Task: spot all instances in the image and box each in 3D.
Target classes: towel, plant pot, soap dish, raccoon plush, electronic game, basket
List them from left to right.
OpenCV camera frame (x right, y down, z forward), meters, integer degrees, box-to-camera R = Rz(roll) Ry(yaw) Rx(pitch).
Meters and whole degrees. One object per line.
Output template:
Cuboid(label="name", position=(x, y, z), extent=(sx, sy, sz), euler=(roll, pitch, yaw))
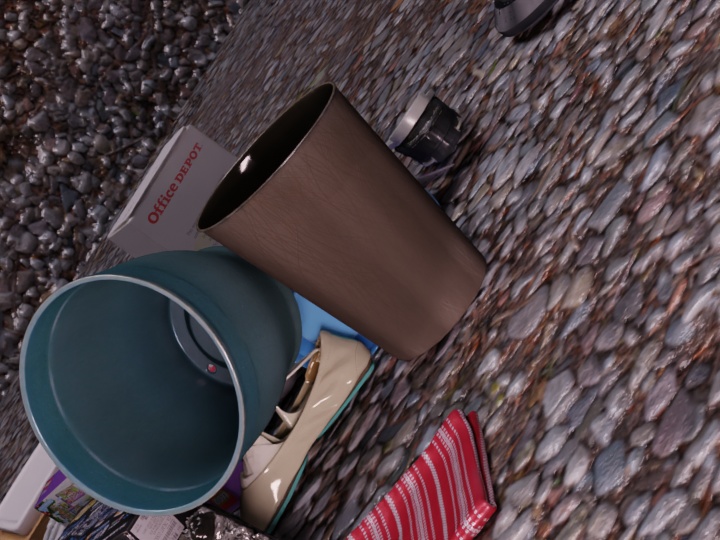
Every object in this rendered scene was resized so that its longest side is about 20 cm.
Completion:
Cuboid(label="soap dish", position=(-0.376, 0.277, 2.157), extent=(0.158, 0.081, 0.200), euler=(-59, 15, -17))
Cuboid(label="plant pot", position=(-0.145, 0.070, 1.429), extent=(0.200, 0.200, 0.188), euler=(-46, -3, 29))
Cuboid(label="raccoon plush", position=(-0.114, 0.267, 1.397), extent=(0.200, 0.096, 0.135), euler=(99, -165, -83))
Cuboid(label="basket", position=(-0.005, -0.031, 1.425), extent=(0.180, 0.200, 0.136), euler=(-37, 21, 41))
Cuboid(label="towel", position=(0.019, 0.197, 1.210), extent=(0.200, 0.022, 0.145), euler=(-50, 16, 16))
Cuboid(label="electronic game", position=(0.200, -0.321, 1.754), extent=(0.200, 0.042, 0.200), euler=(-51, 15, 20))

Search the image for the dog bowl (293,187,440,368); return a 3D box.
Cuboid(label="dog bowl", position=(0.000, 0.000, 1.546), extent=(0.200, 0.111, 0.050), euler=(-49, 5, 21))

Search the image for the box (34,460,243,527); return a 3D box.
Cuboid(label="box", position=(-0.207, 0.210, 1.667), extent=(0.200, 0.137, 0.039), euler=(-40, 21, 42))

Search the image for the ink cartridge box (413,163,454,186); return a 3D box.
Cuboid(label="ink cartridge box", position=(-0.033, -0.050, 1.677), extent=(0.199, 0.044, 0.198), euler=(-27, -4, -27))

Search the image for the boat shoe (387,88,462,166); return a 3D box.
Cuboid(label="boat shoe", position=(0.067, -0.134, 1.718), extent=(0.076, 0.060, 0.200), euler=(-54, 0, 11))

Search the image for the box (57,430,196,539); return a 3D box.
Cuboid(label="box", position=(-0.211, 0.228, 1.500), extent=(0.200, 0.050, 0.199), euler=(-38, 9, 29))

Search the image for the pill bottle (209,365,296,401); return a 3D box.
Cuboid(label="pill bottle", position=(-0.133, 0.111, 1.709), extent=(0.200, 0.109, 0.109), euler=(-50, 15, 18))

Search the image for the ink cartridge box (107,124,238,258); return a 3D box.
Cuboid(label="ink cartridge box", position=(-0.161, -0.046, 1.963), extent=(0.146, 0.200, 0.083), euler=(-61, 16, -25))

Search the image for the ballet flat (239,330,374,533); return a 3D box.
Cuboid(label="ballet flat", position=(-0.064, 0.139, 1.515), extent=(0.201, 0.069, 0.069), euler=(-57, 15, -10))

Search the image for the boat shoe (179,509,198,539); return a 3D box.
Cuboid(label="boat shoe", position=(-0.164, 0.251, 1.590), extent=(0.066, 0.075, 0.199), euler=(-30, -6, -25))

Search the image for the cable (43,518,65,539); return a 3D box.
Cuboid(label="cable", position=(-0.275, 0.269, 1.886), extent=(0.200, 0.069, 0.200), euler=(-46, 18, 29))
